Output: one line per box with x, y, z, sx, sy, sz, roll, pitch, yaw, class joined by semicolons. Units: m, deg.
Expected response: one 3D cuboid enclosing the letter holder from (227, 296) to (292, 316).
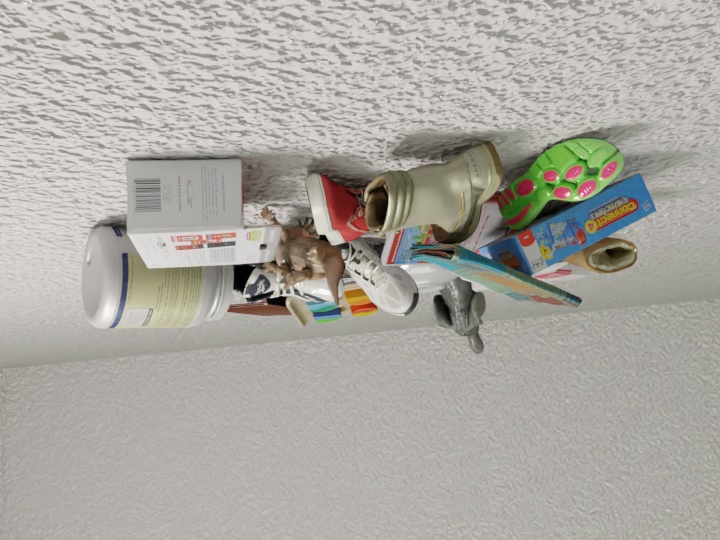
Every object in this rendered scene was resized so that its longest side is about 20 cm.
-0.187;0.031;1.356;0.139;0.103;0.199;-7;170;24;letter holder

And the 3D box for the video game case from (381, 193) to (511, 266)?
0.138;-0.061;1.067;0.195;0.018;0.144;-3;142;-15;video game case

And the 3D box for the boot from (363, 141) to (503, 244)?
0.076;-0.076;0.856;0.151;0.074;0.201;-17;162;-15;boot

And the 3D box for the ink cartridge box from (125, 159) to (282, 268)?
-0.189;-0.065;0.863;0.171;0.086;0.200;-3;170;-12;ink cartridge box

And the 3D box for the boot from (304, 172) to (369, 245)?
0.010;-0.090;0.894;0.141;0.074;0.200;-13;170;8;boot

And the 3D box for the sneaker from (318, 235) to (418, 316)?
0.000;0.000;1.119;0.200;0.077;0.114;41;-167;34;sneaker

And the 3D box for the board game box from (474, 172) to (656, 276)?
0.280;-0.054;0.990;0.192;0.057;0.200;-27;179;-6;board game box

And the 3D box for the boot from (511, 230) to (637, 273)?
0.320;-0.037;1.146;0.171;0.068;0.200;-14;-163;-16;boot

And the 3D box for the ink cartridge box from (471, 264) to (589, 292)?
0.340;-0.012;1.423;0.143;0.087;0.198;3;165;-39;ink cartridge box

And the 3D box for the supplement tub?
-0.305;0.012;1.054;0.196;0.149;0.144;3;167;-36;supplement tub

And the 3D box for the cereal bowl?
0.115;-0.003;1.364;0.194;0.086;0.200;-5;171;-1;cereal bowl

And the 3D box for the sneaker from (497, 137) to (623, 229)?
0.253;-0.118;0.883;0.083;0.078;0.199;-29;-179;-30;sneaker

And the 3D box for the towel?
0.175;0.008;0.928;0.196;0.022;0.146;22;175;-19;towel

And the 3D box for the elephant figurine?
0.226;0.080;1.531;0.151;0.206;0.141;-1;170;-23;elephant figurine

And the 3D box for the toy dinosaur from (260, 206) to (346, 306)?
-0.072;-0.023;1.020;0.198;0.088;0.134;32;-165;32;toy dinosaur

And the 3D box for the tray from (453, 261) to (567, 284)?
0.258;-0.002;1.219;0.195;0.023;0.107;-9;-169;-22;tray

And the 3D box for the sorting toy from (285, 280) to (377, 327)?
-0.031;0.062;1.306;0.195;0.037;0.186;-14;161;1;sorting toy

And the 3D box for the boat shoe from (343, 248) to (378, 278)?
-0.065;-0.021;1.245;0.195;0.069;0.057;-2;-174;-16;boat shoe

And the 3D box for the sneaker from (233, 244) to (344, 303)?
-0.131;0.019;1.117;0.195;0.081;0.130;25;-152;9;sneaker
